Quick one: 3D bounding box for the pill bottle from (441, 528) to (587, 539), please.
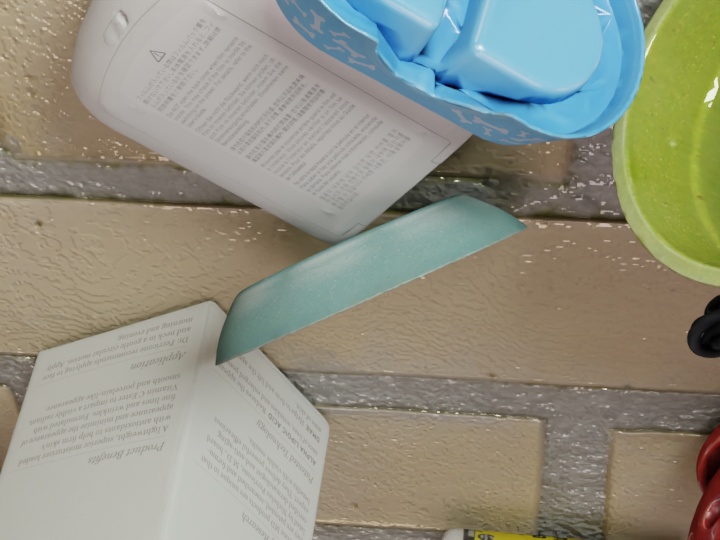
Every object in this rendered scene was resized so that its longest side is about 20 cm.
[{"bbox_3d":[0.160,0.271,1.170,0.199,0.113,0.113,5,141,4],"label":"pill bottle"}]

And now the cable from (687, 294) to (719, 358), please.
[{"bbox_3d":[0.276,0.042,0.829,0.163,0.051,0.200,16,-174,32],"label":"cable"}]

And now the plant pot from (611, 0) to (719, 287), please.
[{"bbox_3d":[0.260,-0.055,0.721,0.190,0.201,0.200,25,139,-37],"label":"plant pot"}]

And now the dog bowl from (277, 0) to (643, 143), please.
[{"bbox_3d":[0.043,-0.131,0.702,0.199,0.112,0.050,26,157,-20],"label":"dog bowl"}]

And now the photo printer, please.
[{"bbox_3d":[-0.047,-0.109,0.781,0.199,0.070,0.166,27,139,-21],"label":"photo printer"}]

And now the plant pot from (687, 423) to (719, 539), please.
[{"bbox_3d":[0.315,0.193,0.991,0.199,0.183,0.201,5,141,4],"label":"plant pot"}]

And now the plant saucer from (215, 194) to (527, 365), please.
[{"bbox_3d":[0.000,0.000,0.854,0.199,0.200,0.036,-24,89,33],"label":"plant saucer"}]

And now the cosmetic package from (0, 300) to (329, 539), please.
[{"bbox_3d":[-0.140,0.162,1.023,0.164,0.201,0.165,-15,135,27],"label":"cosmetic package"}]
